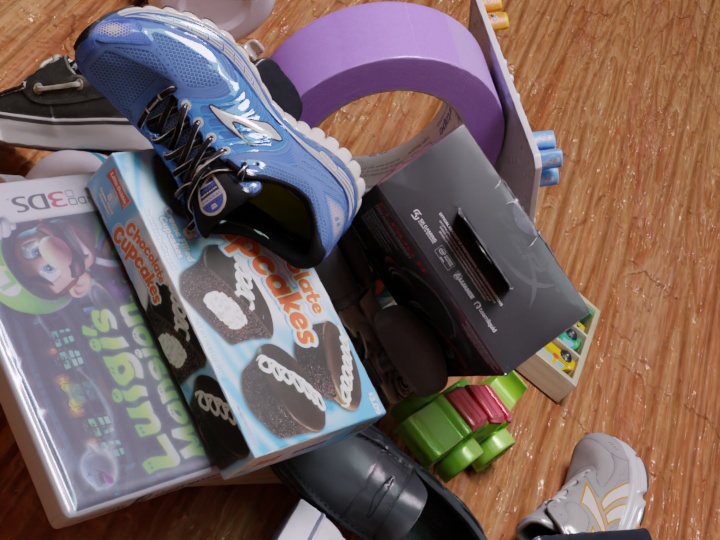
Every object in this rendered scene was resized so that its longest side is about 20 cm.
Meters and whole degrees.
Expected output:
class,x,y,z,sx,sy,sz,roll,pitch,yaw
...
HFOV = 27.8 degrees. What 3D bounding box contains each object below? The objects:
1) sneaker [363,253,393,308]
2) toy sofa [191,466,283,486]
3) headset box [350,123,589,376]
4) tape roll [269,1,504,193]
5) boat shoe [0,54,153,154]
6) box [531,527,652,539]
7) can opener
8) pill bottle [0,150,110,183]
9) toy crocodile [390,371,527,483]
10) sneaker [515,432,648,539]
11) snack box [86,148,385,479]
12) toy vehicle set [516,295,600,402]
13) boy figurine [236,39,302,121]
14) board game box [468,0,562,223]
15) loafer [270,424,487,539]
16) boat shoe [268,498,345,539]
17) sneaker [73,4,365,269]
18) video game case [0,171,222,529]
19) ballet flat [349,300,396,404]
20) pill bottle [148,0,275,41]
class,x,y,z,sx,sy,sz,roll,pitch,yaw
sneaker,-0.014,-0.007,1.110,0.072,0.080,0.199,51,28,14
toy sofa,-0.104,0.084,0.963,0.198,0.099,0.083,3,28,-41
headset box,0.067,-0.008,0.991,0.075,0.200,0.149,-35,92,-10
tape roll,0.013,-0.116,1.165,0.198,0.200,0.066,16,42,-32
boat shoe,-0.192,-0.113,0.991,0.071,0.197,0.065,3,92,-66
box,0.106,0.268,0.857,0.106,0.200,0.150,6,50,-41
can opener,0.000,0.000,1.011,0.202,0.066,0.053,63,28,-14
pill bottle,-0.159,-0.021,0.979,0.198,0.111,0.112,4,50,-41
toy crocodile,0.078,0.111,1.091,0.068,0.062,0.200,52,18,15
sneaker,0.163,0.189,1.108,0.091,0.076,0.201,28,36,-12
snack box,-0.074,0.017,0.882,0.115,0.037,0.202,-12,70,-48
toy vehicle set,0.119,0.013,1.283,0.199,0.027,0.125,39,35,-6
boy figurine,-0.124,-0.130,1.076,0.124,0.199,0.065,-46,126,-18
board game box,0.123,-0.095,1.219,0.026,0.201,0.202,-9,51,-7
loafer,0.017,0.149,0.970,0.200,0.069,0.070,38,-9,-31
boat shoe,-0.047,0.217,0.873,0.065,0.074,0.200,35,37,-2
sneaker,-0.084,-0.075,0.853,0.199,0.078,0.090,36,38,-16
video game case,-0.141,0.034,0.853,0.181,0.023,0.202,-12,71,-47
ballet flat,0.031,0.063,1.114,0.072,0.072,0.200,46,35,6
pill bottle,-0.142,-0.300,1.283,0.111,0.113,0.202,15,44,-33
